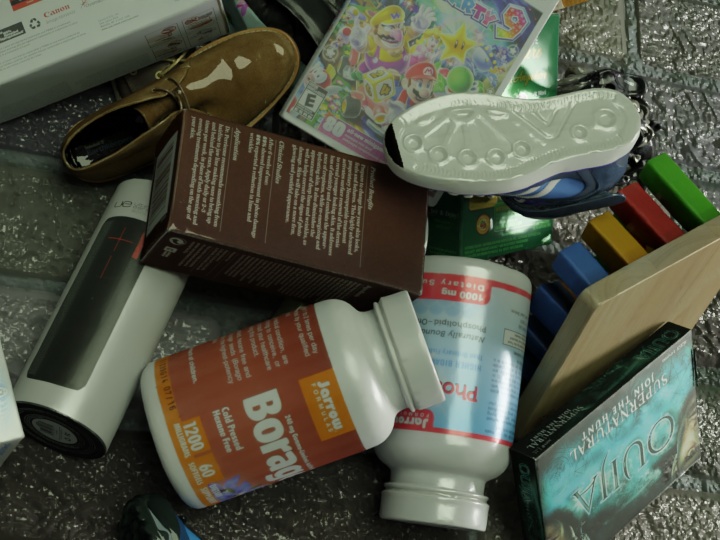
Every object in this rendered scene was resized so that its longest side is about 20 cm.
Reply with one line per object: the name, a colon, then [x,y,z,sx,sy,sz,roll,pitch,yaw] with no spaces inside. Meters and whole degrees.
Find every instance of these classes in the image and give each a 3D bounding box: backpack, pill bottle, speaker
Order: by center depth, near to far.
pill bottle: [-0.046,0.087,1.106,0.200,0.112,0.112,-20,77,2]
speaker: [-0.182,0.032,1.132,0.081,0.081,0.200,29,61,-11]
pill bottle: [0.068,0.095,1.190,0.109,0.109,0.200,12,79,-20]
backpack: [-0.036,-0.204,1.265,0.200,0.127,0.167,39,58,-8]

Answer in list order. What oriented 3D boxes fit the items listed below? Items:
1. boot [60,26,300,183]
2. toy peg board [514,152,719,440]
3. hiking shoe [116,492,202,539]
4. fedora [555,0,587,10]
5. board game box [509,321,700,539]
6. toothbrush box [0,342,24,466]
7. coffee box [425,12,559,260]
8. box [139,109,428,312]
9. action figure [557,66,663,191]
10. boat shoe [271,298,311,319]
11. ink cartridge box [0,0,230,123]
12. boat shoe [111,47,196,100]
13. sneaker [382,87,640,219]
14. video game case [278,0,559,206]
boot: [-0.134,-0.122,1.167,0.200,0.075,0.074,-28,94,-1]
toy peg board: [0.198,0.013,1.255,0.199,0.200,0.098,-25,64,-30]
hiking shoe: [-0.096,0.234,1.101,0.087,0.074,0.200,-38,97,-39]
fedora: [0.183,-0.293,1.365,0.082,0.201,0.201,-5,67,13]
board game box: [0.201,0.147,1.237,0.200,0.028,0.135,-34,127,-32]
toothbrush box: [-0.345,0.075,1.038,0.200,0.085,0.147,-9,73,-28]
coffee box: [0.109,-0.112,1.272,0.123,0.044,0.200,-13,109,-43]
box: [-0.053,-0.038,1.135,0.200,0.075,0.100,14,65,-20]
action figure: [0.210,-0.123,1.346,0.102,0.200,0.119,-4,87,13]
boat shoe: [0.000,0.000,1.232,0.063,0.071,0.200,42,58,-12]
ink cartridge box: [-0.225,-0.233,1.171,0.200,0.084,0.176,-22,80,-3]
boat shoe: [-0.165,-0.176,1.234,0.072,0.060,0.200,-22,80,-29]
sneaker: [0.106,-0.073,1.176,0.200,0.146,0.081,-9,69,-12]
video game case: [0.048,-0.169,1.185,0.143,0.018,0.200,30,95,-17]
